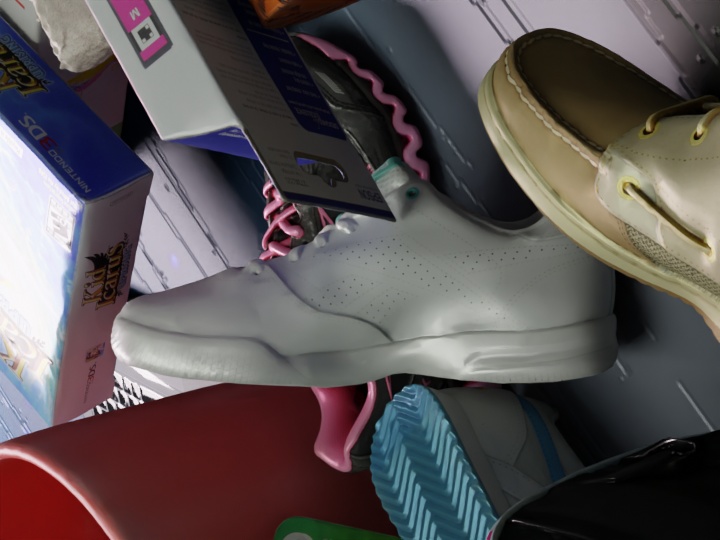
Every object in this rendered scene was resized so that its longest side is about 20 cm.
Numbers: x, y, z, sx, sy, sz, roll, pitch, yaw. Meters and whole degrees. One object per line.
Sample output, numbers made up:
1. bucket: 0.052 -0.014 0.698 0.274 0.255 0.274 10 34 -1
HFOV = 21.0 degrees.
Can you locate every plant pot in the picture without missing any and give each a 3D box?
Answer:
1. plant pot: -0.063 0.139 0.925 0.200 0.177 0.201 32 134 40

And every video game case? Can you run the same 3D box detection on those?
1. video game case: -0.194 -0.045 0.998 0.200 0.045 0.181 45 145 22

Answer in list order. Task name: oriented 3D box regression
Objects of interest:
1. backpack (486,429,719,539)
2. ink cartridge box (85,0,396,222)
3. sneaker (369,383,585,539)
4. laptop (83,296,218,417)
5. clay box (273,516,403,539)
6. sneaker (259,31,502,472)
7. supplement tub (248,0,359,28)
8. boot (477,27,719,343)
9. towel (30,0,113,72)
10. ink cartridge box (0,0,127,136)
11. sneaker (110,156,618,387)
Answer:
1. backpack: 0.139 0.135 0.635 0.200 0.177 0.151 30 129 48
2. ink cartridge box: -0.063 -0.097 0.733 0.037 0.095 0.200 -38 72 19
3. sneaker: 0.077 0.132 0.773 0.077 0.081 0.200 -47 54 42
4. laptop: -0.151 0.127 1.105 0.187 0.116 0.200 21 127 47
5. clay box: 0.009 0.201 0.793 0.048 0.115 0.200 132 149 -63
6. sneaker: -0.014 -0.004 0.840 0.079 0.095 0.200 -19 94 61
7. supplement tub: -0.035 -0.199 0.713 0.123 0.122 0.200 -24 90 58
8. boot: 0.129 -0.054 0.617 0.200 0.073 0.156 45 143 27
9. towel: -0.112 -0.197 0.834 0.132 0.034 0.200 -31 74 19
10. ink cartridge box: -0.173 -0.145 1.000 0.117 0.067 0.200 46 144 25
11. sneaker: 0.000 0.000 0.771 0.075 0.200 0.089 -53 -39 -84
